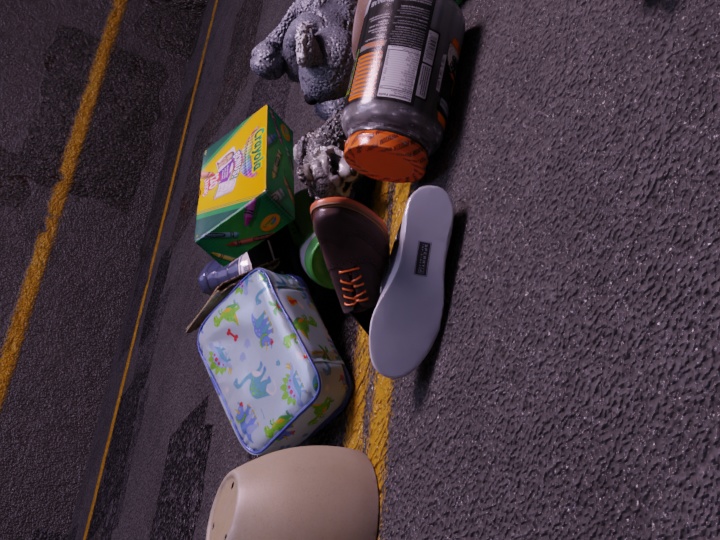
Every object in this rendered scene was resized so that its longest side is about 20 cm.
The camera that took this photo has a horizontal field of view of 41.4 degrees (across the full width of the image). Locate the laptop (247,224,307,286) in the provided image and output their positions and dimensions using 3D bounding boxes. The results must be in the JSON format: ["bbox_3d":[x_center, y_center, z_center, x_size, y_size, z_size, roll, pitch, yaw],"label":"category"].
[{"bbox_3d":[-0.095,-0.015,1.304,0.199,0.103,0.180,14,128,52],"label":"laptop"}]

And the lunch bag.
[{"bbox_3d":[-0.109,0.112,1.155,0.161,0.082,0.201,-45,58,23],"label":"lunch bag"}]

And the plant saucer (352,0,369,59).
[{"bbox_3d":[0.031,-0.344,1.241,0.200,0.034,0.203,19,-91,-80],"label":"plant saucer"}]

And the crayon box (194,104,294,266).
[{"bbox_3d":[-0.147,-0.112,1.228,0.118,0.058,0.202,-32,36,20],"label":"crayon box"}]

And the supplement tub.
[{"bbox_3d":[0.047,-0.212,1.095,0.122,0.121,0.203,-23,52,64],"label":"supplement tub"}]

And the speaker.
[{"bbox_3d":[-0.050,-0.045,1.256,0.089,0.087,0.200,-65,21,14],"label":"speaker"}]

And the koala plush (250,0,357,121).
[{"bbox_3d":[-0.045,-0.307,1.364,0.185,0.176,0.200,-54,20,14],"label":"koala plush"}]

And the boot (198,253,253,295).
[{"bbox_3d":[-0.163,-0.016,1.410,0.200,0.089,0.074,-37,-65,-70],"label":"boot"}]

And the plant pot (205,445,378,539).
[{"bbox_3d":[-0.085,0.271,0.998,0.201,0.133,0.202,-54,26,40],"label":"plant pot"}]

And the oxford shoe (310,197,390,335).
[{"bbox_3d":[0.000,0.000,0.989,0.070,0.201,0.073,-10,53,18],"label":"oxford shoe"}]

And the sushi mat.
[{"bbox_3d":[-0.173,0.037,1.267,0.012,0.095,0.200,61,152,7],"label":"sushi mat"}]

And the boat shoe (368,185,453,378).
[{"bbox_3d":[0.050,0.014,0.978,0.066,0.069,0.203,109,171,-77],"label":"boat shoe"}]

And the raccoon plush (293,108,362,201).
[{"bbox_3d":[-0.055,-0.125,1.257,0.134,0.097,0.199,-49,12,-28],"label":"raccoon plush"}]

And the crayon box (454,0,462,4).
[{"bbox_3d":[0.133,-0.409,1.144,0.200,0.050,0.129,-39,37,57],"label":"crayon box"}]
